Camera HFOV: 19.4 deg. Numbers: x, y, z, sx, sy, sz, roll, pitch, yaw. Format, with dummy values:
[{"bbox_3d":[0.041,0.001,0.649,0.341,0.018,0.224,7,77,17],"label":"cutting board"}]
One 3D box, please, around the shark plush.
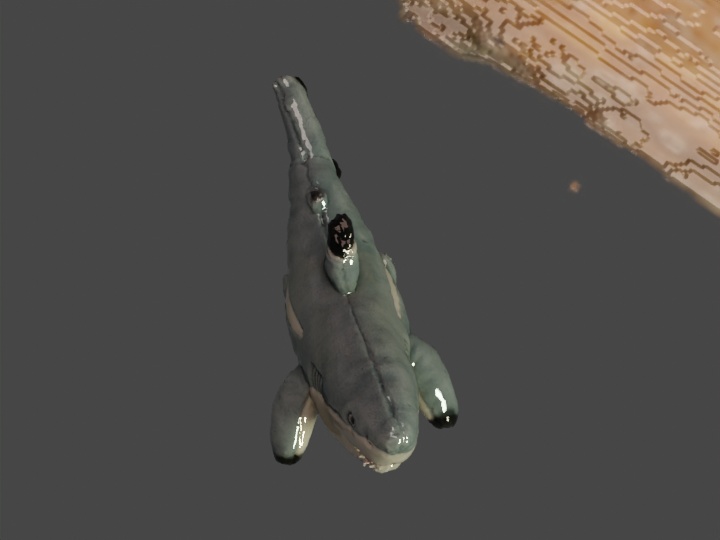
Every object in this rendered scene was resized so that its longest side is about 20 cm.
[{"bbox_3d":[0.000,0.000,0.995,0.090,0.083,0.201,-2,70,0],"label":"shark plush"}]
